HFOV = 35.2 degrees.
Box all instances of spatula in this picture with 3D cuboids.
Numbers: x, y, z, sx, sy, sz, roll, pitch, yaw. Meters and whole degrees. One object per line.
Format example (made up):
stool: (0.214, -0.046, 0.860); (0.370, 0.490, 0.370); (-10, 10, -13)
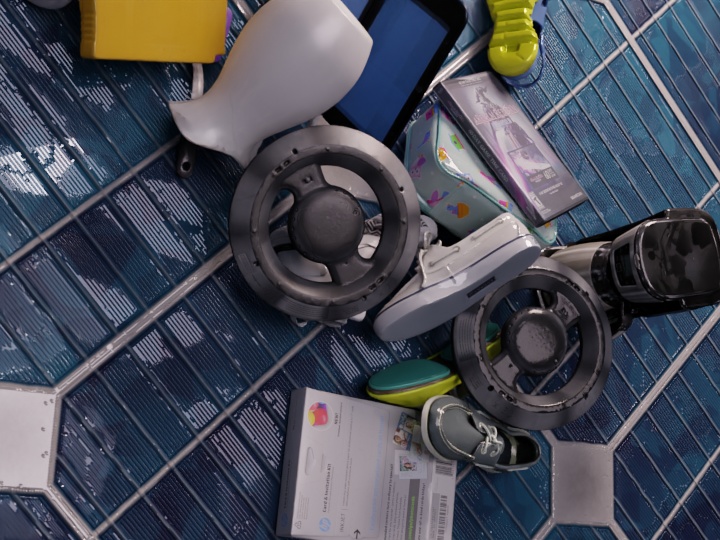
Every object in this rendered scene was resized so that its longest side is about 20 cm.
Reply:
spatula: (-0.177, -0.195, 1.219); (0.056, 0.021, 0.200); (14, 73, -30)

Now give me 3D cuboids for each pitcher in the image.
pitcher: (-0.073, -0.187, 1.182); (0.172, 0.200, 0.121); (35, 19, -47)

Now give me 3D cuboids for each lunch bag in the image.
lunch bag: (0.143, -0.104, 1.337); (0.200, 0.077, 0.161); (32, 37, -24)

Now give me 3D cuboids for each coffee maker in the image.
coffee maker: (0.341, -0.007, 1.383); (0.192, 0.200, 0.135); (-31, 97, -32)

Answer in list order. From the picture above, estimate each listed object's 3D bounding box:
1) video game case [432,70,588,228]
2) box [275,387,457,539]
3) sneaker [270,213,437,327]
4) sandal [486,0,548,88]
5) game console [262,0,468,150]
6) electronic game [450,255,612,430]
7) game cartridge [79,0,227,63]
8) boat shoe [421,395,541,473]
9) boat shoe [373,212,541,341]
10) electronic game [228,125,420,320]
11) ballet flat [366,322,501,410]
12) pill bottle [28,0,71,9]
video game case: (0.179, -0.147, 1.334); (0.200, 0.019, 0.143); (55, 33, 7)
box: (0.012, 0.222, 1.232); (0.200, 0.041, 0.156); (14, 72, -29)
sneaker: (0.000, 0.000, 1.255); (0.200, 0.075, 0.115); (-6, 84, -27)
sandal: (0.204, -0.311, 1.451); (0.087, 0.079, 0.200); (55, 41, -54)
game console: (-0.014, -0.245, 1.212); (0.170, 0.118, 0.200); (21, 114, -25)
electronic game: (0.196, 0.081, 1.287); (0.200, 0.042, 0.201); (4, 79, -18)
game cartridge: (-0.204, -0.310, 1.136); (0.176, 0.032, 0.201); (-9, 107, -50)
boat shoe: (0.136, 0.183, 1.259); (0.200, 0.062, 0.073); (32, 60, -49)
boat shoe: (0.091, -0.004, 1.244); (0.202, 0.075, 0.086); (-32, 62, 0)
electronic game: (-0.035, -0.047, 1.162); (0.200, 0.042, 0.201); (-2, 99, -14)
ballet flat: (0.094, 0.124, 1.293); (0.200, 0.067, 0.067); (-24, 116, -34)
pill bottle: (-0.278, -0.366, 1.143); (0.111, 0.111, 0.200); (43, 61, -16)
